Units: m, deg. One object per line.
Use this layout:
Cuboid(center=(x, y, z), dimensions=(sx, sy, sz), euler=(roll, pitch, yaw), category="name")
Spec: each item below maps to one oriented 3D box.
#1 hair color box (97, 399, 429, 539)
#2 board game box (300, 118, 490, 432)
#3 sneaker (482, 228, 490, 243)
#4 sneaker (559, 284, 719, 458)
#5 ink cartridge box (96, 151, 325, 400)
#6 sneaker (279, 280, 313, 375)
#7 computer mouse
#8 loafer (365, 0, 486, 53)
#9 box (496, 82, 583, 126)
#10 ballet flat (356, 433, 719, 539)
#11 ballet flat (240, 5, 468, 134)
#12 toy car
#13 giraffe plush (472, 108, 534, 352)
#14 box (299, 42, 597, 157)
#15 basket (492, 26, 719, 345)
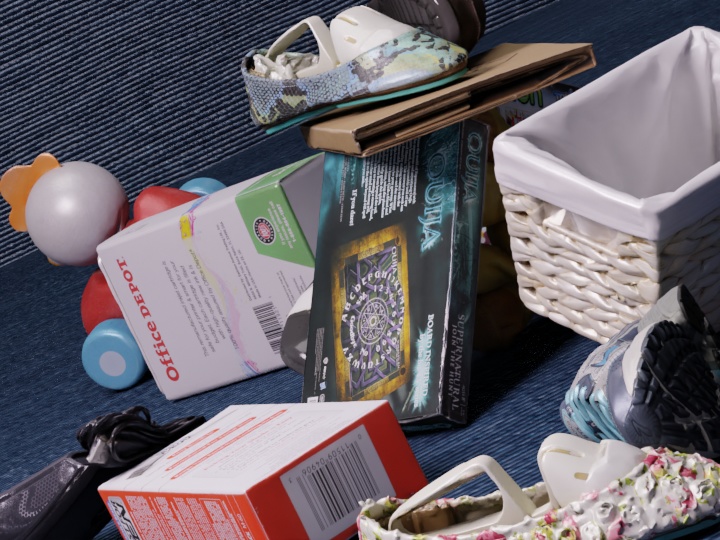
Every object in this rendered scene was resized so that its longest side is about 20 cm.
Cuboid(center=(-0.062, 0.130, 1.418), dimensions=(0.111, 0.064, 0.200), euler=(-31, 13, -28), category="hair color box")
Cuboid(center=(0.022, 0.007, 1.539), dimensions=(0.028, 0.200, 0.135), euler=(19, -20, -41), category="board game box")
Cuboid(center=(0.099, -0.011, 1.751), dimensions=(0.090, 0.075, 0.200), euler=(-29, 9, 10), category="sneaker")
Cuboid(center=(0.148, 0.072, 1.239), dimensions=(0.086, 0.078, 0.200), euler=(-34, 0, 15), category="sneaker")
Cuboid(center=(-0.094, 0.007, 1.916), dimensions=(0.200, 0.145, 0.084), euler=(-18, 11, 35), category="ink cartridge box")
Cuboid(center=(0.000, 0.000, 1.789), dimensions=(0.074, 0.089, 0.200), euler=(22, 45, 15), category="sneaker")
Cuboid(center=(-0.196, 0.159, 1.541), dimensions=(0.200, 0.053, 0.138), euler=(-32, -16, 19), category="computer mouse")
Cuboid(center=(0.052, -0.180, 1.635), dimensions=(0.071, 0.073, 0.200), euler=(-24, 8, -8), category="loafer")
Cuboid(center=(0.117, -0.100, 1.846), dimensions=(0.035, 0.110, 0.200), euler=(-13, -14, 37), category="box")
Cuboid(center=(0.082, 0.116, 1.139), dimensions=(0.200, 0.064, 0.076), euler=(-20, 10, 20), category="ballet flat")
Cuboid(center=(-0.013, -0.137, 1.547), dimensions=(0.200, 0.074, 0.074), euler=(-12, 15, 47), category="ballet flat")
Cuboid(center=(-0.242, -0.024, 2.150), dimensions=(0.177, 0.200, 0.184), euler=(-62, -1, 27), category="toy car")
Cuboid(center=(0.143, -0.025, 1.593), dimensions=(0.200, 0.173, 0.162), euler=(13, -6, -40), category="giraffe plush")
Cuboid(center=(0.053, -0.114, 1.553), dimensions=(0.163, 0.021, 0.200), euler=(-22, 8, -8), category="box")
Cuboid(center=(0.194, -0.046, 1.447), dimensions=(0.200, 0.123, 0.136), euler=(-30, 40, -34), category="basket")
